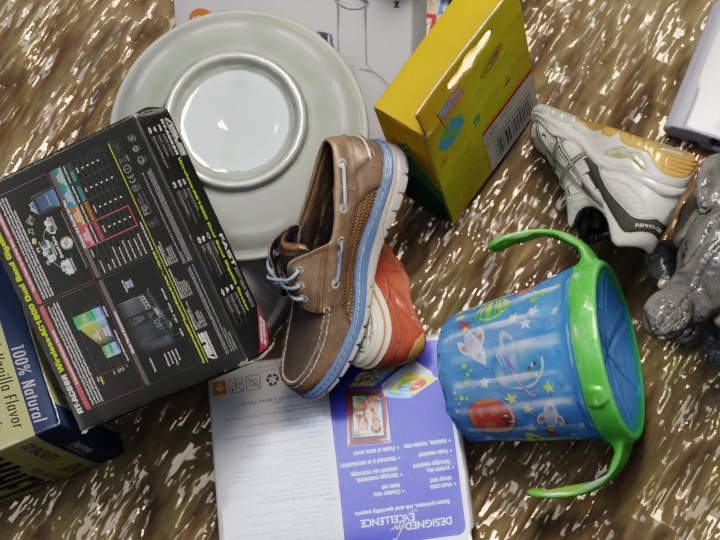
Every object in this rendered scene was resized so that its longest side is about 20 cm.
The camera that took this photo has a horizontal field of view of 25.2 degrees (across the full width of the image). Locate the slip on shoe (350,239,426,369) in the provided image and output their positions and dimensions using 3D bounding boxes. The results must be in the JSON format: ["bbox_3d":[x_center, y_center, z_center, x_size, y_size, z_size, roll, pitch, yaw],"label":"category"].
[{"bbox_3d":[0.000,0.000,1.261,0.074,0.061,0.200,-55,38,31],"label":"slip on shoe"}]

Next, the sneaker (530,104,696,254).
[{"bbox_3d":[0.171,-0.068,1.206,0.076,0.200,0.088,14,100,-20],"label":"sneaker"}]

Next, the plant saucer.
[{"bbox_3d":[-0.093,-0.108,1.215,0.200,0.050,0.200,0,79,0],"label":"plant saucer"}]

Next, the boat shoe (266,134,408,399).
[{"bbox_3d":[-0.031,-0.005,1.186,0.072,0.072,0.200,20,95,57],"label":"boat shoe"}]

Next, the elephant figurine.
[{"bbox_3d":[0.270,-0.010,1.140,0.141,0.200,0.155,-6,73,12],"label":"elephant figurine"}]

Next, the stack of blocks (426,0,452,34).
[{"bbox_3d":[0.005,-0.233,1.342,0.200,0.059,0.115,7,76,15],"label":"stack of blocks"}]

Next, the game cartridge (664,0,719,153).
[{"bbox_3d":[0.352,-0.137,1.248,0.200,0.041,0.133,19,75,17],"label":"game cartridge"}]

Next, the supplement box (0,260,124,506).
[{"bbox_3d":[-0.329,0.085,1.285,0.200,0.134,0.200,-24,70,6],"label":"supplement box"}]

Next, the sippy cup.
[{"bbox_3d":[0.131,0.070,1.194,0.130,0.140,0.178,-11,46,20],"label":"sippy cup"}]

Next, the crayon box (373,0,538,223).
[{"bbox_3d":[0.075,-0.131,1.216,0.051,0.200,0.127,33,78,19],"label":"crayon box"}]

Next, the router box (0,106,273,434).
[{"bbox_3d":[-0.174,0.000,1.181,0.150,0.062,0.200,-22,94,19],"label":"router box"}]

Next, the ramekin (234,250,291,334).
[{"bbox_3d":[-0.155,-0.019,1.292,0.200,0.105,0.200,-4,73,12],"label":"ramekin"}]

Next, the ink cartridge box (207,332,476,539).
[{"bbox_3d":[-0.014,0.160,1.241,0.198,0.047,0.200,-9,74,8],"label":"ink cartridge box"}]

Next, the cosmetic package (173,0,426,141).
[{"bbox_3d":[-0.048,-0.171,1.295,0.200,0.052,0.151,8,118,15],"label":"cosmetic package"}]
